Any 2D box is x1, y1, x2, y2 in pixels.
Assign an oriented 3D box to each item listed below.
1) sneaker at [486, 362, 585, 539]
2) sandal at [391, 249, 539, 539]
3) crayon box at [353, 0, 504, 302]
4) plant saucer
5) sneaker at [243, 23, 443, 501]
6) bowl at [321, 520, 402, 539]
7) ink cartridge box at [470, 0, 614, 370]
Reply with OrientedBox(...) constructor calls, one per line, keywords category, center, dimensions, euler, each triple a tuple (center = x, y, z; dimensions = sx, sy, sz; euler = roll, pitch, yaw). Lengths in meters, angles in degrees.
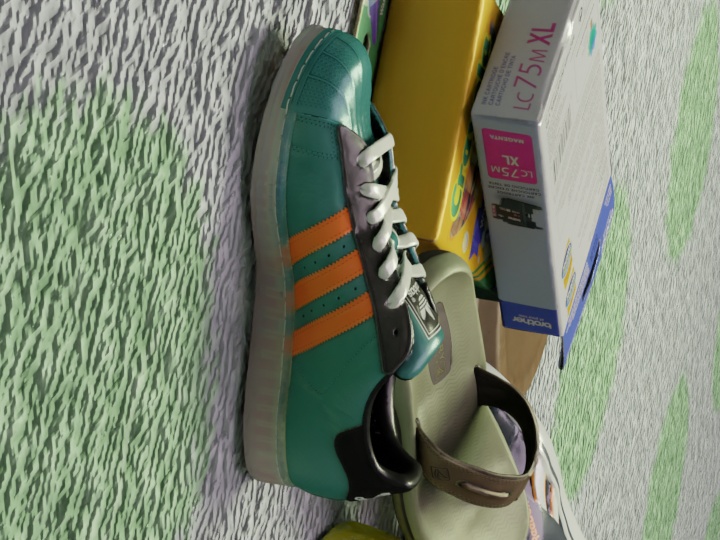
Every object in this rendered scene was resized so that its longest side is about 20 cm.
OrientedBox(category="sneaker", center=(0.069, 0.134, 1.025), dimensions=(0.080, 0.078, 0.201), euler=(-54, 126, -38))
OrientedBox(category="sandal", center=(0.053, 0.080, 0.905), dimensions=(0.080, 0.057, 0.202), euler=(-50, 142, -32))
OrientedBox(category="crayon box", center=(0.042, -0.064, 0.940), dimensions=(0.200, 0.051, 0.127), euler=(32, 68, -71))
OrientedBox(category="plant saucer", center=(0.097, -0.002, 1.186), dimensions=(0.200, 0.029, 0.202), euler=(8, 90, -73))
OrientedBox(category="sneaker", center=(0.000, 0.000, 0.788), dimensions=(0.071, 0.079, 0.202), euler=(-40, 136, -64))
OrientedBox(category="bowl", center=(0.024, 0.235, 0.943), dimensions=(0.200, 0.107, 0.202), euler=(9, 90, -72))
OrientedBox(category="ink cartridge box", center=(0.097, -0.054, 0.971), dimensions=(0.201, 0.042, 0.120), euler=(73, 30, -50))
